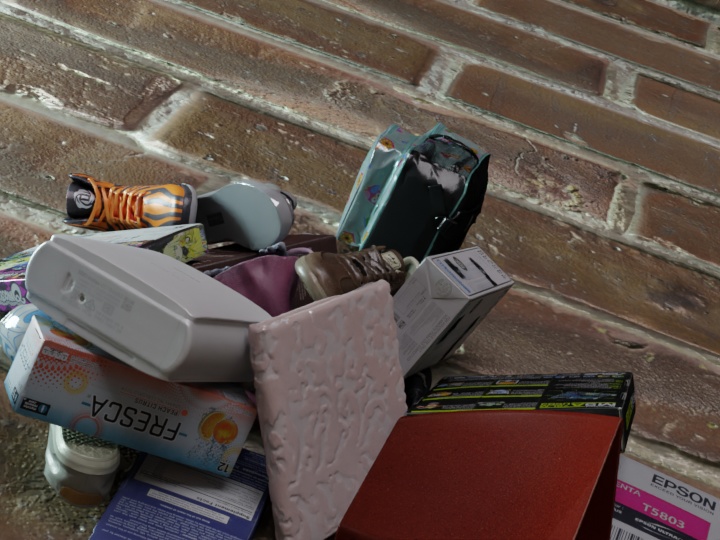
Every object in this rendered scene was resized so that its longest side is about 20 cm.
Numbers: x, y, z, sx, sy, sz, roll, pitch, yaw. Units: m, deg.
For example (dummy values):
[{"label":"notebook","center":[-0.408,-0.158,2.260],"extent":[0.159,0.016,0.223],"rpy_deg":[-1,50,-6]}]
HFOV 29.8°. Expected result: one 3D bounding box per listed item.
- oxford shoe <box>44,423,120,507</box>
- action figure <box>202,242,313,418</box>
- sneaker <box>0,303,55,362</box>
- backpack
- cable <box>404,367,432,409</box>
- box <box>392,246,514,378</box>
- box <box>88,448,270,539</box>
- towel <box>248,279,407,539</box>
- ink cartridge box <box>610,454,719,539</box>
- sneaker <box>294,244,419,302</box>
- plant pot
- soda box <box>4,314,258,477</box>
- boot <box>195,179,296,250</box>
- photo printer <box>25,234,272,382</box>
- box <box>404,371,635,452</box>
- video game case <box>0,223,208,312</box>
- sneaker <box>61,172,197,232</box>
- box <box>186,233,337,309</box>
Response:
[{"label":"oxford shoe","center":[-0.241,0.145,1.173],"extent":[0.074,0.058,0.200],"rpy_deg":[12,15,-14]},{"label":"action figure","center":[-0.086,0.086,1.290],"extent":[0.202,0.133,0.149],"rpy_deg":[67,17,6]},{"label":"sneaker","center":[-0.228,0.077,1.201],"extent":[0.199,0.072,0.072],"rpy_deg":[14,16,-48]},{"label":"backpack","center":[0.070,-0.086,1.611],"extent":[0.153,0.177,0.200],"rpy_deg":[30,27,14]},{"label":"cable","center":[-0.020,0.084,1.398],"extent":[0.198,0.051,0.163],"rpy_deg":[20,29,5]},{"label":"box","center":[0.082,0.041,1.393],"extent":[0.060,0.117,0.200],"rpy_deg":[43,15,11]},{"label":"box","center":[-0.148,0.207,1.134],"extent":[0.120,0.033,0.200],"rpy_deg":[19,27,3]},{"label":"towel","center":[-0.024,0.123,1.196],"extent":[0.032,0.202,0.190],"rpy_deg":[0,13,36]},{"label":"ink cartridge box","center":[0.243,0.248,1.234],"extent":[0.198,0.076,0.165],"rpy_deg":[23,30,11]},{"label":"sneaker","center":[0.000,0.000,1.306],"extent":[0.071,0.075,0.200],"rpy_deg":[56,12,12]},{"label":"plant pot","center":[0.087,0.223,1.051],"extent":[0.175,0.201,0.200],"rpy_deg":[15,43,20]},{"label":"soda box","center":[-0.189,0.106,1.124],"extent":[0.199,0.069,0.064],"rpy_deg":[22,8,-26]},{"label":"boot","center":[-0.104,-0.067,1.413],"extent":[0.095,0.074,0.199],"rpy_deg":[-20,13,-33]},{"label":"photo printer","center":[-0.165,0.035,1.149],"extent":[0.165,0.070,0.200],"rpy_deg":[28,6,21]},{"label":"box","center":[0.157,0.134,1.283],"extent":[0.198,0.048,0.193],"rpy_deg":[-3,7,14]},{"label":"video game case","center":[-0.279,-0.002,1.320],"extent":[0.199,0.036,0.181],"rpy_deg":[-4,14,36]},{"label":"sneaker","center":[-0.252,-0.061,1.427],"extent":[0.111,0.078,0.199],"rpy_deg":[13,-9,-30]},{"label":"box","center":[-0.124,0.012,1.409],"extent":[0.199,0.076,0.100],"rpy_deg":[-17,13,-43]}]
